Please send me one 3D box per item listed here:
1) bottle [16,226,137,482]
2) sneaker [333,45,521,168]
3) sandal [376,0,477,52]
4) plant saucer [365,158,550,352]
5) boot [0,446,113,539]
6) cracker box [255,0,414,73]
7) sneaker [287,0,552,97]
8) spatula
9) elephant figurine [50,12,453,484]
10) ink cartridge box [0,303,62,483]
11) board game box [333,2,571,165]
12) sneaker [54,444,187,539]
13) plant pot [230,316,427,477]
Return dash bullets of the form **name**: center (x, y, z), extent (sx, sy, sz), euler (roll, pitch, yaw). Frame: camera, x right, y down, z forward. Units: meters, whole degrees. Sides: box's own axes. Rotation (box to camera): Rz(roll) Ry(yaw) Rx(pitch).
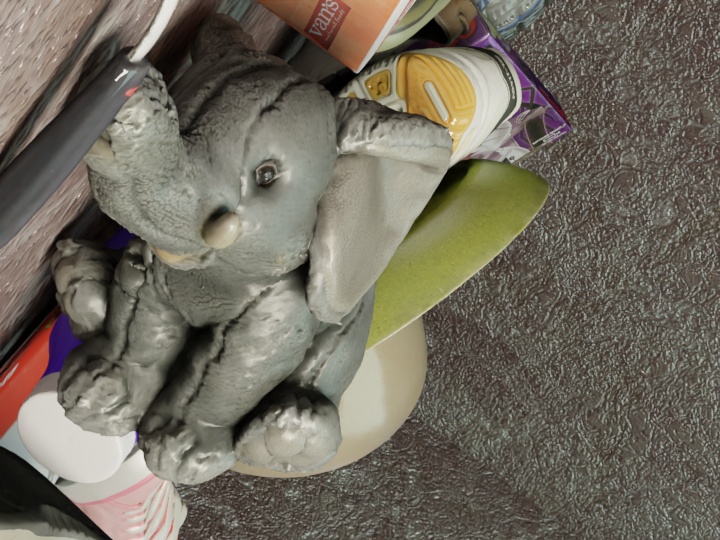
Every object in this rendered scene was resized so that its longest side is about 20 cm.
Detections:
- **bottle**: center (-0.087, 0.013, 0.739), extent (0.200, 0.065, 0.084), euler (-61, 170, -50)
- **sneaker**: center (-0.002, -0.056, 0.839), extent (0.200, 0.076, 0.088), euler (-18, -176, 40)
- **sandal**: center (0.021, -0.136, 0.816), extent (0.201, 0.080, 0.057), euler (-41, 143, -53)
- **plant saucer**: center (0.000, 0.000, 0.810), extent (0.200, 0.031, 0.200), euler (-33, -170, 7)
- **boot**: center (-0.174, 0.142, 0.632), extent (0.154, 0.073, 0.204), euler (-52, 164, -5)
- **cracker box**: center (0.046, -0.188, 0.672), extent (0.200, 0.058, 0.134), euler (-54, -179, -39)
- **sneaker**: center (0.016, -0.139, 0.944), extent (0.200, 0.087, 0.075), euler (-35, 147, -2)
- **spatula**: center (-0.055, -0.072, 0.436), extent (0.200, 0.021, 0.057), euler (-53, -177, 18)
- **elephant figurine**: center (-0.037, -0.026, 0.592), extent (0.155, 0.141, 0.200), euler (-97, -163, -45)
- **ink cartridge box**: center (-0.174, 0.103, 0.762), extent (0.200, 0.050, 0.162), euler (-49, -175, 44)
- **board game box**: center (0.009, -0.060, 0.932), extent (0.200, 0.032, 0.120), euler (-32, 143, 15)
- **sneaker**: center (-0.125, 0.122, 0.925), extent (0.200, 0.105, 0.075), euler (-22, -147, 54)
- **plant pot**: center (-0.055, 0.021, 1.138), extent (0.200, 0.200, 0.135), euler (-55, 156, -33)
